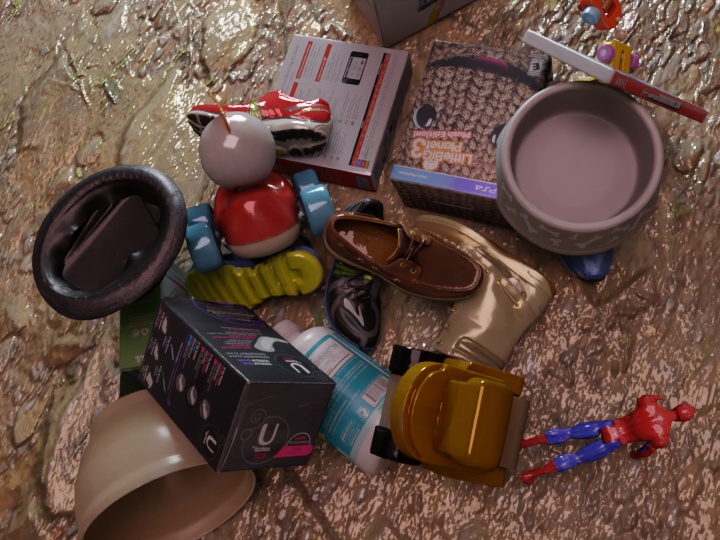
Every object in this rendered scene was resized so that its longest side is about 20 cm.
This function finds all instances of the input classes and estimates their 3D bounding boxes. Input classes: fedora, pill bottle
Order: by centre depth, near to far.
[{"bbox_3d":[-0.030,0.142,0.903,0.199,0.111,0.111,34,79,20],"label":"pill bottle"},{"bbox_3d":[-0.286,-0.025,0.907,0.198,0.092,0.203,-4,69,10],"label":"fedora"}]

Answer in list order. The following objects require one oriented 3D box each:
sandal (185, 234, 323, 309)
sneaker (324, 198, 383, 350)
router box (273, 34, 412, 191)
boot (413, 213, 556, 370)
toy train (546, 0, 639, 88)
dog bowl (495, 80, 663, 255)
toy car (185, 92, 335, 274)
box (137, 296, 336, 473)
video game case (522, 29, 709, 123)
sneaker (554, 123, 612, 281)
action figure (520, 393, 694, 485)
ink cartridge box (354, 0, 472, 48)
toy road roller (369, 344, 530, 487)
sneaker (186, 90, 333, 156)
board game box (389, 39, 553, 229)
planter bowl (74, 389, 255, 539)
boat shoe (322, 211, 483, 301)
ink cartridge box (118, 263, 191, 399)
[{"bbox_3d":[-0.136,0.000,1.003,0.198,0.080,0.087,-8,32,15],"label":"sandal"},{"bbox_3d":[0.000,0.000,0.959,0.070,0.083,0.202,11,69,-21],"label":"sneaker"},{"bbox_3d":[-0.037,-0.227,1.071,0.178,0.049,0.202,13,73,15],"label":"router box"},{"bbox_3d":[0.119,0.034,0.939,0.199,0.073,0.156,33,80,15],"label":"boot"},{"bbox_3d":[0.294,-0.277,0.995,0.055,0.150,0.201,16,75,53],"label":"toy train"},{"bbox_3d":[0.247,-0.122,0.858,0.198,0.059,0.202,-2,78,8],"label":"dog bowl"},{"bbox_3d":[-0.147,-0.129,0.951,0.183,0.177,0.202,-18,112,-5],"label":"toy car"},{"bbox_3d":[-0.141,0.120,0.832,0.199,0.122,0.107,32,107,45],"label":"box"},{"bbox_3d":[0.301,-0.227,0.889,0.143,0.199,0.018,47,121,44],"label":"video game case"},{"bbox_3d":[0.267,-0.084,0.927,0.078,0.089,0.202,-13,91,4],"label":"sneaker"},{"bbox_3d":[0.282,0.189,0.862,0.199,0.099,0.066,-24,68,25],"label":"action figure"},{"bbox_3d":[0.076,-0.452,1.081,0.199,0.145,0.146,-28,68,-1],"label":"ink cartridge box"},{"bbox_3d":[0.116,0.158,0.786,0.199,0.146,0.124,19,81,-30],"label":"toy road roller"},{"bbox_3d":[-0.133,-0.205,1.024,0.198,0.077,0.086,6,61,6],"label":"sneaker"},{"bbox_3d":[0.148,-0.176,0.979,0.158,0.097,0.202,13,77,20],"label":"board game box"},{"bbox_3d":[-0.238,0.224,0.874,0.199,0.201,0.135,-31,56,-2],"label":"planter bowl"},{"bbox_3d":[0.049,-0.017,0.883,0.198,0.068,0.073,20,81,3],"label":"boat shoe"},{"bbox_3d":[-0.258,0.089,0.967,0.059,0.104,0.202,-9,69,8],"label":"ink cartridge box"}]
